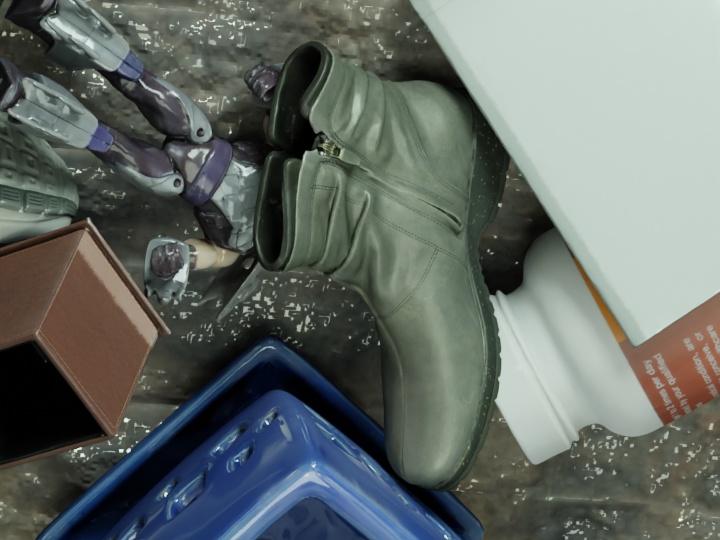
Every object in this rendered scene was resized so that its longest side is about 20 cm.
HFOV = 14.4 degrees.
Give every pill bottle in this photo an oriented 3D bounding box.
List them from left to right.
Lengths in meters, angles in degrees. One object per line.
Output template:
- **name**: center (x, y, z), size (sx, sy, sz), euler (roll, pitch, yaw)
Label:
- **pill bottle**: center (0.152, 0.011, 1.385), size (0.199, 0.112, 0.112), euler (-29, 119, 4)

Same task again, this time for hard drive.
- **hard drive**: center (0.128, -0.084, 1.321), size (0.132, 0.026, 0.201), euler (-33, 86, 5)

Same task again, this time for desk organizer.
- **desk organizer**: center (-0.196, 0.051, 1.314), size (0.199, 0.077, 0.072), euler (-17, 123, 28)

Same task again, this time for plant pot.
- **plant pot**: center (-0.041, 0.167, 1.391), size (0.200, 0.180, 0.200), euler (-42, 118, 12)

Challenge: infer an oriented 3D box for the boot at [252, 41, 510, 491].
- **boot**: center (0.000, 0.000, 1.325), size (0.130, 0.068, 0.201), euler (7, 85, -41)

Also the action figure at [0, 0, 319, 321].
- **action figure**: center (-0.085, -0.054, 1.321), size (0.200, 0.069, 0.131), euler (32, 77, -26)

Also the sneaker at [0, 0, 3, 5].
- **sneaker**: center (-0.250, -0.134, 1.238), size (0.199, 0.100, 0.070), euler (3, 115, -13)

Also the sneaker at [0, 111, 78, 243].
- **sneaker**: center (-0.231, -0.037, 1.322), size (0.199, 0.075, 0.087), euler (7, 132, -10)
